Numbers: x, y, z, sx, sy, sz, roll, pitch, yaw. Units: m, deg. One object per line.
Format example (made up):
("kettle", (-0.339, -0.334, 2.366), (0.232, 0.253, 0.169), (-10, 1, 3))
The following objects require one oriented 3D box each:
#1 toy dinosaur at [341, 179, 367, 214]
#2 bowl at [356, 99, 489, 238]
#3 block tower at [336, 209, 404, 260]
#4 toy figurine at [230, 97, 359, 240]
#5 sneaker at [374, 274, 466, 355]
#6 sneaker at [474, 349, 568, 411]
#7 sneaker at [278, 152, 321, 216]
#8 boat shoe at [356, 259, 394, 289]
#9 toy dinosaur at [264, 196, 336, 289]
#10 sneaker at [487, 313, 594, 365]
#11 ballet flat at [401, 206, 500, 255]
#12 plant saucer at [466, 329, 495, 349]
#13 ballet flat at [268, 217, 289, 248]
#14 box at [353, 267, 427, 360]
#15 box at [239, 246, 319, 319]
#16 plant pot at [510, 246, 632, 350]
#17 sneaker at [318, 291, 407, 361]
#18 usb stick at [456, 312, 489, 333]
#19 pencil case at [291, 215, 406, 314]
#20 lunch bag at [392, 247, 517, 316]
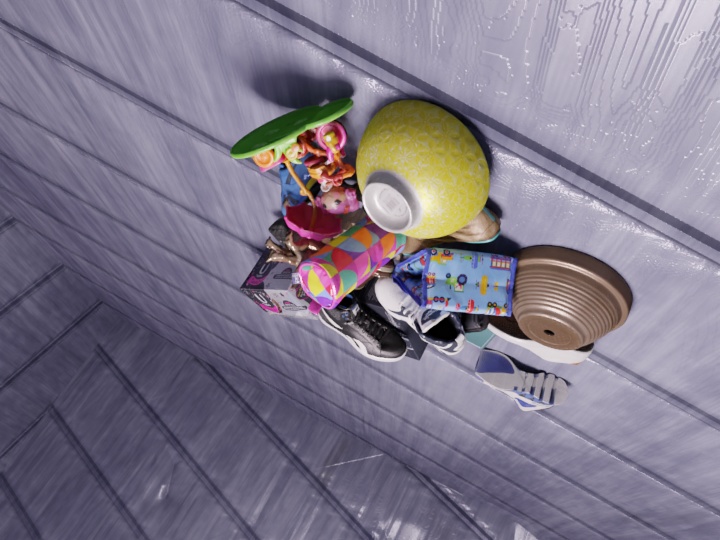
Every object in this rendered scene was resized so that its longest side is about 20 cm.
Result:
("toy dinosaur", (0.033, -0.111, 0.933), (0.198, 0.048, 0.089), (12, 143, 28))
("bowl", (0.063, -0.114, 0.765), (0.199, 0.108, 0.201), (28, 145, 22))
("block tower", (-0.007, -0.076, 1.027), (0.198, 0.054, 0.058), (16, 153, 27))
("toy figurine", (-0.065, -0.136, 0.841), (0.198, 0.151, 0.185), (-13, 120, 23))
("sneaker", (0.109, 0.071, 0.996), (0.199, 0.079, 0.130), (46, 172, 9))
("sneaker", (0.342, 0.258, 1.231), (0.198, 0.081, 0.116), (21, 152, 17))
("sneaker", (-0.113, -0.157, 0.995), (0.078, 0.066, 0.200), (46, 154, -2))
("boat shoe", (0.006, 0.001, 1.063), (0.074, 0.076, 0.202), (9, -173, -20))
("toy dinosaur", (-0.084, -0.036, 0.956), (0.135, 0.086, 0.201), (26, -156, -27))
("sneaker", (0.312, 0.125, 1.021), (0.198, 0.073, 0.085), (21, 149, 17))
("ballet flat", (0.124, -0.072, 0.881), (0.199, 0.068, 0.073), (-5, 129, 49))
("plant saucer", (0.249, 0.113, 1.140), (0.069, 0.019, 0.200), (27, 156, 8))
("ballet flat", (-0.126, -0.018, 1.184), (0.056, 0.066, 0.202), (-26, 92, 18))
("box", (0.044, 0.079, 1.201), (0.181, 0.105, 0.201), (12, 149, 33))
("box", (-0.163, 0.027, 1.300), (0.199, 0.133, 0.115), (-1, 141, 48))
("plant pot", (0.310, 0.060, 0.885), (0.199, 0.093, 0.201), (26, 155, 13))
("sneaker", (0.003, 0.102, 1.081), (0.199, 0.073, 0.112), (28, 155, 10))
("usb stick", (0.198, 0.092, 1.071), (0.032, 0.056, 0.200), (1, 172, -8))
("pencil case", (-0.012, -0.019, 0.866), (0.088, 0.200, 0.089), (26, 135, 29))
("lunch bag", (0.146, 0.014, 0.941), (0.149, 0.095, 0.200), (6, -179, -11))
